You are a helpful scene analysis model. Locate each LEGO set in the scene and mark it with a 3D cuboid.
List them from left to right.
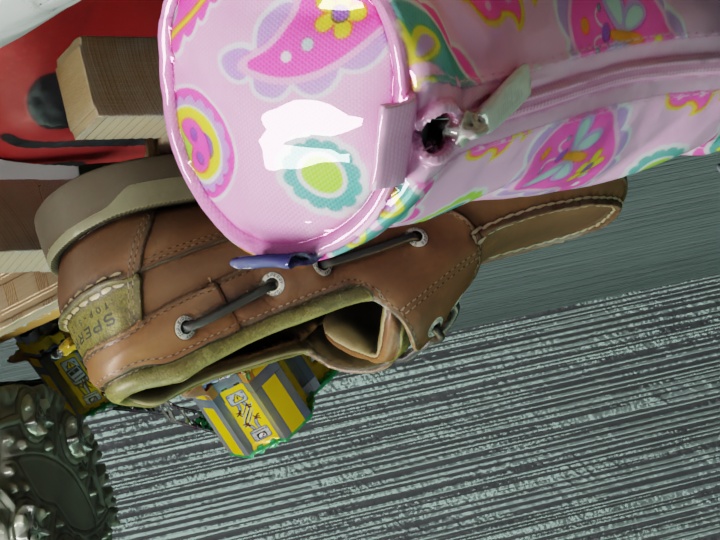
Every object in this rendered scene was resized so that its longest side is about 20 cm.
[{"bbox_3d":[-0.067,-0.020,0.938,0.154,0.116,0.200,-40,-157,-17],"label":"LEGO set"}]

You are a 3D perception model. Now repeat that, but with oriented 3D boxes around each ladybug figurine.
[{"bbox_3d":[-0.072,-0.076,0.794,0.199,0.072,0.135,-7,172,-43],"label":"ladybug figurine"}]

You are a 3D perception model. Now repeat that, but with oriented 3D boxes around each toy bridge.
[{"bbox_3d":[-0.099,-0.013,0.771,0.067,0.027,0.200,-4,156,-35],"label":"toy bridge"}]

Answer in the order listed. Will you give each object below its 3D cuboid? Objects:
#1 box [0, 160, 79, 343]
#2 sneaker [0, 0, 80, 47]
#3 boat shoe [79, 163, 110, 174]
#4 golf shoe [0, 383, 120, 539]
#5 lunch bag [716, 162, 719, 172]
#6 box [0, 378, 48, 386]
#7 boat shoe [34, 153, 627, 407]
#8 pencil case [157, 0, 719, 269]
[{"bbox_3d":[-0.201,-0.013,0.928,0.124,0.098,0.200,-3,170,-31],"label":"box"},{"bbox_3d":[-0.062,-0.107,0.585,0.199,0.074,0.116,-20,174,-21],"label":"sneaker"},{"bbox_3d":[-0.074,-0.029,1.098,0.199,0.074,0.065,11,-171,34],"label":"boat shoe"},{"bbox_3d":[-0.166,0.078,0.922,0.097,0.079,0.200,-13,150,24],"label":"golf shoe"},{"bbox_3d":[0.202,-0.063,0.907,0.127,0.201,0.169,-16,174,22],"label":"lunch bag"},{"bbox_3d":[-0.198,0.150,0.991,0.147,0.201,0.104,-1,172,-36],"label":"box"},{"bbox_3d":[0.000,0.000,0.754,0.199,0.068,0.072,-11,160,-25],"label":"boat shoe"},{"bbox_3d":[0.037,-0.056,0.647,0.087,0.088,0.200,-18,179,39],"label":"pencil case"}]
